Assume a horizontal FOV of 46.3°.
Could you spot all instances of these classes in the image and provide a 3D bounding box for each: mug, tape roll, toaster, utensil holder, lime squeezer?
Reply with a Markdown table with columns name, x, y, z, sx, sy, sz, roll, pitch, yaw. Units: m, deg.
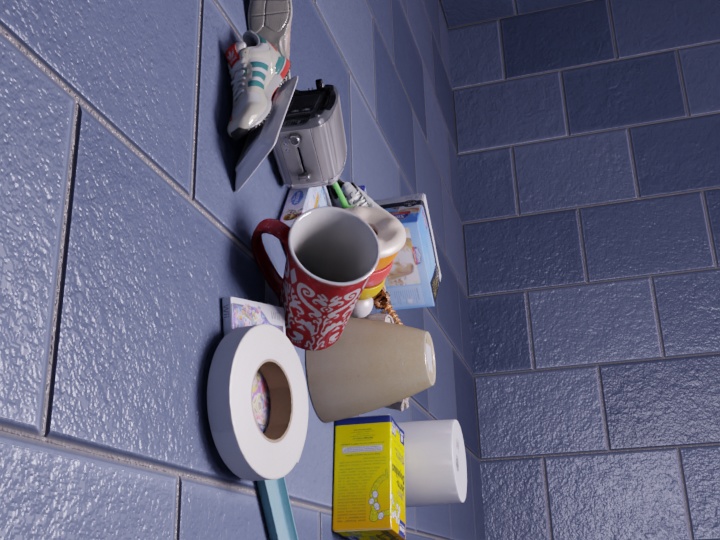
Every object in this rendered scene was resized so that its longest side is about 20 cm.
| name | x | y | z | sx | sy | sz | roll | pitch | yaw |
| --- | --- | --- | --- | --- | --- | --- | --- | --- | --- |
| mug | -0.069 | 0.006 | 1.250 | 0.178 | 0.133 | 0.201 | 50 | -32 | 21 |
| tape roll | -0.129 | 0.172 | 1.104 | 0.202 | 0.037 | 0.206 | -10 | 90 | -66 |
| toaster | -0.084 | -0.225 | 1.415 | 0.201 | 0.112 | 0.130 | -78 | 160 | -57 |
| utensil holder | 0.099 | 0.381 | 1.654 | 0.170 | 0.197 | 0.172 | -7 | 90 | -75 |
| lime squeezer | -0.028 | -0.108 | 1.558 | 0.200 | 0.037 | 0.071 | 92 | -28 | -70 |

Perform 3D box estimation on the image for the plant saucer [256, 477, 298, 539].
| name | x | y | z | sx | sy | sz | roll | pitch | yaw |
| --- | --- | --- | --- | --- | --- | --- | --- | --- | --- |
| plant saucer | -0.117 | 0.345 | 1.195 | 0.070 | 0.019 | 0.203 | -53 | 135 | -70 |

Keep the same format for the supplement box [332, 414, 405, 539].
| name | x | y | z | sx | sy | sz | roll | pitch | yaw |
| --- | --- | --- | --- | --- | --- | --- | --- | --- | --- |
| supplement box | 0.018 | 0.376 | 1.520 | 0.109 | 0.108 | 0.202 | 57 | 30 | -59 |

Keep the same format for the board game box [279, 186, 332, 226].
| name | x | y | z | sx | sy | sz | roll | pitch | yaw |
| --- | --- | --- | --- | --- | --- | --- | --- | --- | --- |
| board game box | -0.081 | -0.055 | 1.477 | 0.201 | 0.041 | 0.201 | -79 | 157 | -53 |

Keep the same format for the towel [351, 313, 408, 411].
| name | x | y | z | sx | sy | sz | roll | pitch | yaw |
| --- | --- | --- | --- | --- | --- | --- | --- | --- | --- |
| towel | 0.023 | 0.172 | 1.612 | 0.034 | 0.131 | 0.202 | -31 | 115 | -43 |

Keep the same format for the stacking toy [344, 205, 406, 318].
| name | x | y | z | sx | sy | sz | roll | pitch | yaw |
| --- | --- | --- | --- | --- | --- | --- | --- | --- | --- |
| stacking toy | 0.000 | 0.000 | 1.509 | 0.147 | 0.144 | 0.202 | -77 | 175 | -53 |

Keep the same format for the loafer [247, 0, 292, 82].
| name | x | y | z | sx | sy | sz | roll | pitch | yaw |
| --- | --- | --- | --- | --- | --- | --- | --- | --- | --- |
| loafer | -0.143 | -0.373 | 1.363 | 0.063 | 0.071 | 0.203 | -136 | -135 | -87 |

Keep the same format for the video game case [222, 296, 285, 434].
| name | x | y | z | sx | sy | sz | roll | pitch | yaw |
| --- | --- | --- | --- | --- | --- | --- | --- | --- | --- |
| video game case | -0.140 | 0.144 | 1.156 | 0.143 | 0.018 | 0.203 | 19 | 64 | -64 |

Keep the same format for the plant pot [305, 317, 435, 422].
| name | x | y | z | sx | sy | sz | roll | pitch | yaw |
| --- | --- | --- | --- | --- | --- | --- | --- | --- | --- |
| plant pot | 0.027 | 0.162 | 1.479 | 0.187 | 0.197 | 0.190 | -8 | 90 | -76 |

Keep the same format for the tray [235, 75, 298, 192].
| name | x | y | z | sx | sy | sz | roll | pitch | yaw |
| --- | --- | --- | --- | --- | --- | --- | --- | --- | --- |
| tray | -0.143 | -0.209 | 1.245 | 0.022 | 0.107 | 0.201 | 31 | 38 | -18 |

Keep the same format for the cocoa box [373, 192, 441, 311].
| name | x | y | z | sx | sy | sz | roll | pitch | yaw |
| --- | --- | --- | --- | --- | --- | --- | --- | --- | --- |
| cocoa box | 0.083 | -0.035 | 1.742 | 0.132 | 0.132 | 0.202 | -70 | 150 | -58 |

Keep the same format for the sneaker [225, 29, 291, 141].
| name | x | y | z | sx | sy | sz | roll | pitch | yaw |
| --- | --- | --- | --- | --- | --- | --- | --- | --- | --- |
| sneaker | -0.170 | -0.274 | 1.226 | 0.093 | 0.070 | 0.201 | 44 | 42 | -26 |

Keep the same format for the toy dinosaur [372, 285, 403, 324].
| name | x | y | z | sx | sy | sz | roll | pitch | yaw |
| --- | --- | --- | --- | --- | --- | --- | --- | --- | --- |
| toy dinosaur | 0.010 | 0.045 | 1.617 | 0.136 | 0.101 | 0.202 | 83 | -10 | -58 |

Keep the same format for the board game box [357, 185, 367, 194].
| name | x | y | z | sx | sy | sz | roll | pitch | yaw |
| --- | --- | --- | --- | --- | --- | --- | --- | --- | --- |
| board game box | -0.004 | -0.058 | 1.771 | 0.201 | 0.044 | 0.153 | -80 | 158 | -50 |

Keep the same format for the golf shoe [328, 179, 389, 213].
| name | x | y | z | sx | sy | sz | roll | pitch | yaw |
| --- | --- | --- | --- | --- | --- | --- | --- | --- | --- |
| golf shoe | -0.007 | -0.120 | 1.622 | 0.200 | 0.078 | 0.098 | 31 | -23 | 54 |
